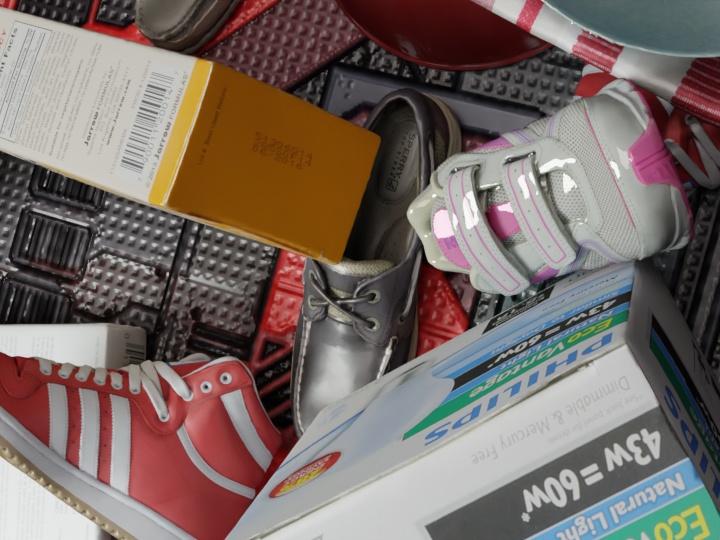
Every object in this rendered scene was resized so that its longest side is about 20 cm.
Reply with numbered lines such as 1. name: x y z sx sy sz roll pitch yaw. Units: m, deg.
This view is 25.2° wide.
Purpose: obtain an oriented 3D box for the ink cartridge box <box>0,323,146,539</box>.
1. ink cartridge box: -0.221 0.112 0.925 0.198 0.057 0.165 -2 82 26

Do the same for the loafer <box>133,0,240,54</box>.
1. loafer: -0.081 -0.221 0.905 0.071 0.063 0.201 28 93 21

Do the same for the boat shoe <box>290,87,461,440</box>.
1. boat shoe: 0.000 0.000 0.842 0.071 0.065 0.202 18 90 21

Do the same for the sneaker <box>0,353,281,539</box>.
1. sneaker: -0.131 0.064 0.833 0.200 0.071 0.113 39 77 -18

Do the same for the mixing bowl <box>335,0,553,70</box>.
1. mixing bowl: 0.045 -0.214 0.832 0.198 0.108 0.203 -3 82 22

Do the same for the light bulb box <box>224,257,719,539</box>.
1. light bulb box: 0.067 0.102 0.715 0.197 0.200 0.126 -29 95 15

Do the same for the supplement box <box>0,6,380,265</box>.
1. supplement box: -0.106 -0.071 0.830 0.199 0.125 0.074 20 91 44

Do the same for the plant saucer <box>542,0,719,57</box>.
1. plant saucer: 0.145 -0.184 0.710 0.199 0.039 0.203 -1 78 3

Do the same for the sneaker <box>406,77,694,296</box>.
1. sneaker: 0.082 -0.027 0.740 0.088 0.200 0.082 -24 90 -17

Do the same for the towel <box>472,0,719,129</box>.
1. towel: 0.148 -0.150 0.733 0.199 0.023 0.145 29 80 11

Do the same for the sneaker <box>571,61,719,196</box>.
1. sneaker: 0.190 -0.061 0.773 0.199 0.071 0.113 28 89 30
